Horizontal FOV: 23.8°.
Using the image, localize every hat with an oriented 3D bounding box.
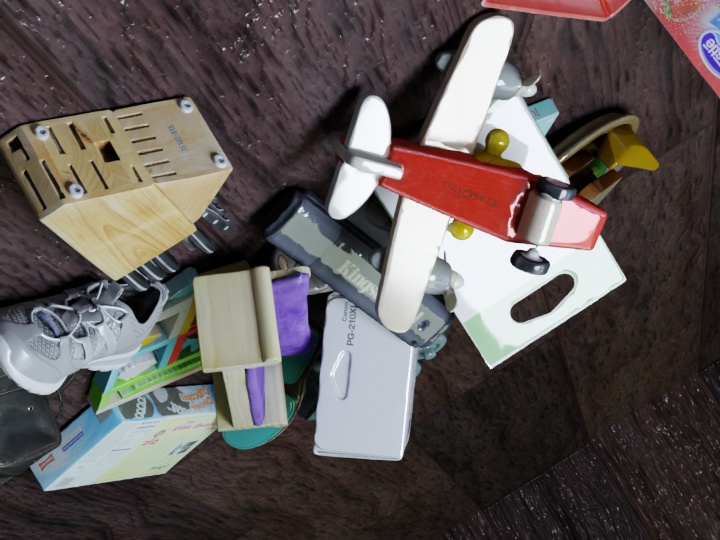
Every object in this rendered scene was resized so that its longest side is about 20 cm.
[{"bbox_3d":[-0.296,0.132,1.362,0.200,0.081,0.201,-24,165,-7],"label":"hat"}]

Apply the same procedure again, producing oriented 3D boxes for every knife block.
[{"bbox_3d":[-0.172,-0.036,1.162,0.199,0.064,0.176,-16,156,-42],"label":"knife block"}]

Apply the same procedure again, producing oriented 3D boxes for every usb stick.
[{"bbox_3d":[0.000,0.000,1.427,0.200,0.033,0.055,37,100,-32],"label":"usb stick"}]

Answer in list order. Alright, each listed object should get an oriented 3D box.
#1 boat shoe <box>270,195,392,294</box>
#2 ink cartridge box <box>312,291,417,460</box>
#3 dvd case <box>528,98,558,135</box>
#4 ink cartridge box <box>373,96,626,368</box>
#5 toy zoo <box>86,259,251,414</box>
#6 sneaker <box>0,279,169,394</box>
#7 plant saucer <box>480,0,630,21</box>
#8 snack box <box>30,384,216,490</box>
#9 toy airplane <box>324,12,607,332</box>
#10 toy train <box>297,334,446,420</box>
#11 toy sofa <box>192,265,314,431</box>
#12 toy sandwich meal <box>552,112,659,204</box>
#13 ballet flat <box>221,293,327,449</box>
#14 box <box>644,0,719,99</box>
[{"bbox_3d":[0.014,-0.029,1.495,0.199,0.075,0.073,-13,176,-10],"label":"boat shoe"},{"bbox_3d":[0.010,0.093,1.587,0.084,0.146,0.200,5,-179,4],"label":"ink cartridge box"},{"bbox_3d":[0.091,-0.076,1.576,0.145,0.022,0.200,-23,161,-28],"label":"dvd case"},{"bbox_3d":[0.114,-0.039,1.438,0.145,0.200,0.048,-33,-160,1],"label":"ink cartridge box"},{"bbox_3d":[-0.164,0.053,1.488,0.131,0.021,0.200,-23,160,-29],"label":"toy zoo"},{"bbox_3d":[-0.217,0.035,1.290,0.082,0.075,0.200,-46,170,19],"label":"sneaker"},{"bbox_3d":[0.193,-0.262,1.224,0.200,0.037,0.199,-42,160,30],"label":"plant saucer"},{"bbox_3d":[-0.216,0.160,1.658,0.116,0.037,0.200,-40,161,22],"label":"snack box"},{"bbox_3d":[0.068,-0.073,1.329,0.199,0.200,0.141,-26,-170,12],"label":"toy airplane"},{"bbox_3d":[0.004,0.087,1.778,0.114,0.086,0.200,-4,148,-38],"label":"toy train"},{"bbox_3d":[-0.084,0.070,1.449,0.097,0.083,0.200,-6,159,-3],"label":"toy sofa"},{"bbox_3d":[0.211,-0.074,1.666,0.205,0.070,0.205,-37,166,-11],"label":"toy sandwich meal"},{"bbox_3d":[-0.076,0.096,1.661,0.200,0.068,0.067,-55,-170,38],"label":"ballet flat"},{"bbox_3d":[0.328,-0.182,1.395,0.095,0.200,0.103,-40,162,19],"label":"box"}]
